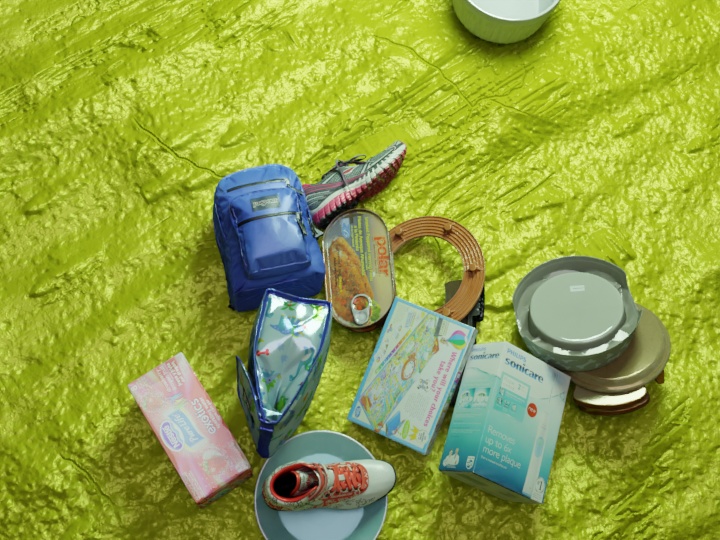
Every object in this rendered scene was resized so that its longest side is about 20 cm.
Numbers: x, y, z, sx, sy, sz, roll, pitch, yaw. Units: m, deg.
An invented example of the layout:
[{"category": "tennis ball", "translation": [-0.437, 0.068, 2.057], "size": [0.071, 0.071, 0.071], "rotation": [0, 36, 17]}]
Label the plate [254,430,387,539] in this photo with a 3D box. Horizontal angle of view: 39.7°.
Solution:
[{"category": "plate", "translation": [-0.059, 0.339, 1.480], "size": [0.198, 0.026, 0.202], "rotation": [1, 72, -4]}]

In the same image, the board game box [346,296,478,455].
[{"category": "board game box", "translation": [0.078, 0.158, 1.503], "size": [0.133, 0.034, 0.202], "rotation": [22, 86, 19]}]

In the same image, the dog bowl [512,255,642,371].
[{"category": "dog bowl", "translation": [0.335, 0.069, 1.545], "size": [0.198, 0.059, 0.201], "rotation": [-7, 46, 7]}]

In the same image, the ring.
[{"category": "ring", "translation": [0.098, 0.004, 1.571], "size": [0.198, 0.019, 0.202], "rotation": [-8, 65, 16]}]

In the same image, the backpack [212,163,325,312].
[{"category": "backpack", "translation": [-0.140, -0.065, 1.536], "size": [0.161, 0.168, 0.202], "rotation": [-9, 68, -15]}]

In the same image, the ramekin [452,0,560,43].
[{"category": "ramekin", "translation": [0.251, -0.494, 1.743], "size": [0.198, 0.105, 0.202], "rotation": [2, 71, -5]}]

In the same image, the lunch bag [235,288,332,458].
[{"category": "lunch bag", "translation": [-0.118, 0.156, 1.449], "size": [0.126, 0.170, 0.202], "rotation": [10, 63, -1]}]

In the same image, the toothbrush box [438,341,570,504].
[{"category": "toothbrush box", "translation": [0.216, 0.226, 1.480], "size": [0.146, 0.085, 0.202], "rotation": [29, 67, -28]}]

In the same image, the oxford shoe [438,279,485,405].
[{"category": "oxford shoe", "translation": [0.144, 0.112, 1.559], "size": [0.084, 0.073, 0.202], "rotation": [4, 68, 14]}]

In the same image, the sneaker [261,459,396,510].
[{"category": "sneaker", "translation": [-0.041, 0.305, 1.423], "size": [0.199, 0.108, 0.068], "rotation": [-5, 72, -7]}]

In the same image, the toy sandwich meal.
[{"category": "toy sandwich meal", "translation": [0.392, 0.132, 1.562], "size": [0.203, 0.071, 0.206], "rotation": [-7, 46, 7]}]

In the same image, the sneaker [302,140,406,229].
[{"category": "sneaker", "translation": [-0.008, -0.155, 1.621], "size": [0.199, 0.081, 0.075], "rotation": [-35, 76, -14]}]

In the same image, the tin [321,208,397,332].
[{"category": "tin", "translation": [0.000, 0.000, 1.572], "size": [0.111, 0.042, 0.202], "rotation": [-11, 66, 16]}]

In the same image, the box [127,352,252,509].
[{"category": "box", "translation": [-0.247, 0.235, 1.458], "size": [0.094, 0.103, 0.201], "rotation": [-31, 78, -14]}]
